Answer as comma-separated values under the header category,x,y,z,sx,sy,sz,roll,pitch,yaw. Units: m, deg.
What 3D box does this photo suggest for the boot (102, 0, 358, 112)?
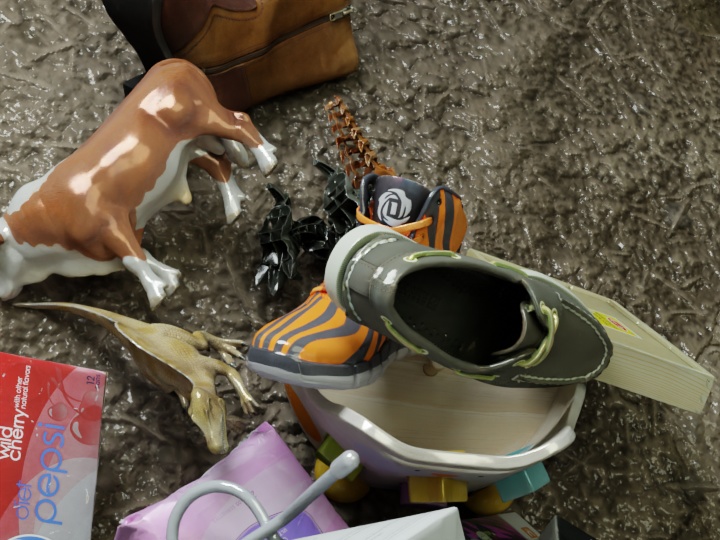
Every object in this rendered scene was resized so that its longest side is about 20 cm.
category,x,y,z,sx,sy,sz,roll,pitch,yaw
boot,-0.078,-0.196,1.072,0.199,0.189,0.068,-29,32,-33

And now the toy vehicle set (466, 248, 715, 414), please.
category,x,y,z,sx,sy,sz,roll,pitch,yaw
toy vehicle set,0.147,0.037,1.042,0.123,0.200,0.027,19,99,-13

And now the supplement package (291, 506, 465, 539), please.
category,x,y,z,sx,sy,sz,roll,pitch,yaw
supplement package,-0.048,0.191,0.716,0.109,0.199,0.115,-6,83,-69

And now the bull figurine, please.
category,x,y,z,sx,sy,sz,roll,pitch,yaw
bull figurine,-0.149,-0.045,0.979,0.121,0.065,0.200,39,76,0

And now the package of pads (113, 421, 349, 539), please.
category,x,y,z,sx,sy,sz,roll,pitch,yaw
package of pads,-0.047,0.204,0.909,0.120,0.076,0.200,-32,79,-32

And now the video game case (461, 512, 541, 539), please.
category,x,y,z,sx,sy,sz,roll,pitch,yaw
video game case,0.103,0.218,0.902,0.181,0.036,0.200,41,17,29

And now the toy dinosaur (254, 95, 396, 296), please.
category,x,y,z,sx,sy,sz,roll,pitch,yaw
toy dinosaur,0.001,-0.021,1.067,0.135,0.102,0.201,7,42,-49

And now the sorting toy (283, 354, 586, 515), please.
category,x,y,z,sx,sy,sz,roll,pitch,yaw
sorting toy,0.048,0.098,0.927,0.198,0.180,0.108,6,86,-5

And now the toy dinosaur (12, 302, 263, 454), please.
category,x,y,z,sx,sy,sz,roll,pitch,yaw
toy dinosaur,-0.121,0.051,0.945,0.200,0.058,0.101,30,-1,39

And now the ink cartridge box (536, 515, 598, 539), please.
category,x,y,z,sx,sy,sz,roll,pitch,yaw
ink cartridge box,0.146,0.215,0.868,0.094,0.037,0.200,32,17,-4

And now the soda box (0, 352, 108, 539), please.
category,x,y,z,sx,sy,sz,roll,pitch,yaw
soda box,-0.193,0.153,0.877,0.070,0.063,0.201,12,57,-19

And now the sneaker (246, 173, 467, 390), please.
category,x,y,z,sx,sy,sz,roll,pitch,yaw
sneaker,0.000,0.000,0.914,0.077,0.113,0.200,14,17,26

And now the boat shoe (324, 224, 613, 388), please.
category,x,y,z,sx,sy,sz,roll,pitch,yaw
boat shoe,0.073,0.030,0.869,0.201,0.060,0.073,20,95,-34

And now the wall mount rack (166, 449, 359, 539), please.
category,x,y,z,sx,sy,sz,roll,pitch,yaw
wall mount rack,-0.030,0.190,0.803,0.201,0.173,0.075,57,14,11
